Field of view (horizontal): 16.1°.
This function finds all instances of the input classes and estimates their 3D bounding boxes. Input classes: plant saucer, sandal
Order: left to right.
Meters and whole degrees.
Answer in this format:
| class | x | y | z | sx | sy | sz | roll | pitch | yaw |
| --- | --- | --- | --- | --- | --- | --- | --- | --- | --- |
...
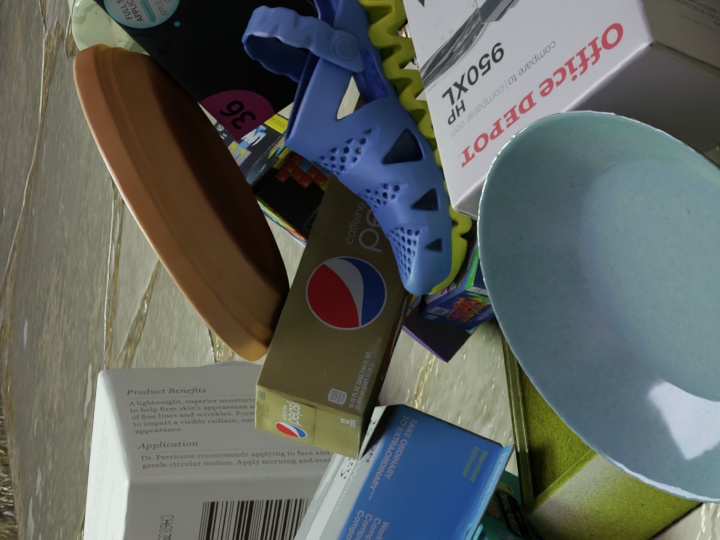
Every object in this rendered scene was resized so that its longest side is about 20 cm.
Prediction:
| class | x | y | z | sx | sy | sz | roll | pitch | yaw |
| --- | --- | --- | --- | --- | --- | --- | --- | --- | --- |
| plant saucer | -0.094 | -0.044 | 1.430 | 0.200 | 0.037 | 0.200 | 58 | -173 | -12 |
| sandal | -0.003 | -0.078 | 1.356 | 0.079 | 0.087 | 0.200 | 130 | 121 | -68 |
| plant saucer | 0.120 | 0.045 | 1.342 | 0.200 | 0.048 | 0.200 | 124 | 142 | -65 |
| plant saucer | 0.140 | 0.011 | 1.160 | 0.201 | 0.039 | 0.201 | 29 | 136 | 32 |

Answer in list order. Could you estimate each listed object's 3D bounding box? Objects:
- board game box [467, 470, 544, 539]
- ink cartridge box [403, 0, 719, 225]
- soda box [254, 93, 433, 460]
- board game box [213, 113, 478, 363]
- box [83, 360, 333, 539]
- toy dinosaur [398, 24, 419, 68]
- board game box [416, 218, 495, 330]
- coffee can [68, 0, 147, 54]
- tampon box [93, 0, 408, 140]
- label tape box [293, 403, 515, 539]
| class | x | y | z | sx | sy | sz | roll | pitch | yaw |
| --- | --- | --- | --- | --- | --- | --- | --- | --- | --- |
| board game box | 0.049 | 0.200 | 1.437 | 0.151 | 0.047 | 0.200 | -62 | 7 | 9 |
| ink cartridge box | 0.100 | -0.133 | 1.242 | 0.145 | 0.084 | 0.200 | -41 | 46 | 35 |
| soda box | 0.000 | 0.000 | 1.447 | 0.068 | 0.064 | 0.200 | 96 | -168 | -65 |
| board game box | -0.013 | -0.030 | 1.622 | 0.057 | 0.165 | 0.200 | -48 | 18 | -2 |
| box | -0.094 | 0.182 | 1.855 | 0.131 | 0.199 | 0.200 | -109 | 23 | -51 |
| toy dinosaur | 0.031 | -0.177 | 1.597 | 0.200 | 0.102 | 0.136 | 12 | 121 | 53 |
| board game box | 0.082 | -0.074 | 1.387 | 0.135 | 0.034 | 0.200 | 142 | 142 | -76 |
| coffee can | -0.209 | -0.297 | 2.361 | 0.147 | 0.146 | 0.200 | 104 | 159 | -44 |
| tampon box | -0.046 | -0.204 | 1.442 | 0.150 | 0.200 | 0.126 | 43 | -161 | -39 |
| label tape box | 0.011 | 0.151 | 1.434 | 0.143 | 0.066 | 0.200 | -64 | 6 | -9 |
